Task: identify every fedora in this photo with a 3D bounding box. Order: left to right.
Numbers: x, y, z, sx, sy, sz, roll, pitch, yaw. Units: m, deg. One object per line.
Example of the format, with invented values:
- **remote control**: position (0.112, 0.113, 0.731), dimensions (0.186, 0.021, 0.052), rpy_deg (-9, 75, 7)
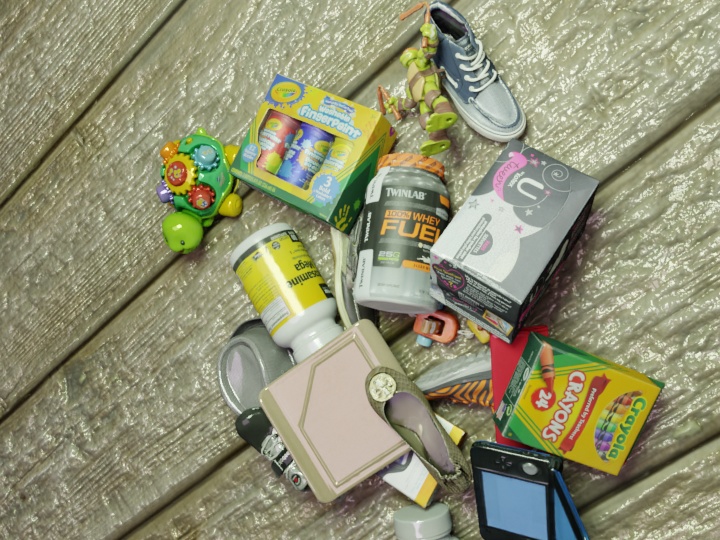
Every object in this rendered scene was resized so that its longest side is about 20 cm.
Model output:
- **fedora**: position (-0.157, 0.175, 1.138), dimensions (0.174, 0.090, 0.204), rpy_deg (-20, 84, 24)

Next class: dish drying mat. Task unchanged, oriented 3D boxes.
- **dish drying mat**: position (0.209, 0.171, 0.938), dimensions (0.075, 0.018, 0.204), rpy_deg (-5, 106, 4)

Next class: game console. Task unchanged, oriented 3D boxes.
- **game console**: position (0.212, 0.335, 0.912), dimensions (0.168, 0.119, 0.203), rpy_deg (6, 127, 25)

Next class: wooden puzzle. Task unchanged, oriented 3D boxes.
- **wooden puzzle**: position (-0.020, 0.197, 1.026), dimensions (0.198, 0.037, 0.187), rpy_deg (-34, 85, 7)

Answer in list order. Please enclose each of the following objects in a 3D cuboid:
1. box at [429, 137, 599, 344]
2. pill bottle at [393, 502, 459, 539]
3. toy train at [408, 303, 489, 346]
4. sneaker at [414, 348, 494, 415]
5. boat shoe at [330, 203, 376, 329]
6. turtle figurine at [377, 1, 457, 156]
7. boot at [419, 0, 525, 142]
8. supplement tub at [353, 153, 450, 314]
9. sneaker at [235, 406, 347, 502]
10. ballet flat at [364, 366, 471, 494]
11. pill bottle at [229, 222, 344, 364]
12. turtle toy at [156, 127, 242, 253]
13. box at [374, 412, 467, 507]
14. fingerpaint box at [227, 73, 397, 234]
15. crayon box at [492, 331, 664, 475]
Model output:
- **box**: position (0.187, -0.040, 0.906), dimensions (0.131, 0.115, 0.201), rpy_deg (30, 66, 20)
- **pill bottle**: position (0.099, 0.438, 1.018), dimensions (0.109, 0.111, 0.205), rpy_deg (-10, 88, 24)
- **toy train**: position (0.146, 0.028, 1.011), dimensions (0.148, 0.055, 0.204), rpy_deg (25, 102, 22)
- **sneaker**: position (0.165, 0.175, 0.998), dimensions (0.198, 0.077, 0.114), rpy_deg (-23, 96, 37)
- **boat shoe**: position (0.000, 0.000, 1.068), dimensions (0.064, 0.073, 0.204), rpy_deg (-12, 87, 29)
- **turtle figurine**: position (0.082, -0.238, 0.980), dimensions (0.201, 0.063, 0.164), rpy_deg (121, 140, -54)
- **boot**: position (0.147, -0.263, 0.970), dimensions (0.072, 0.091, 0.201), rpy_deg (-39, 75, -7)
- **supplement tub**: position (0.059, -0.049, 1.000), dimensions (0.120, 0.122, 0.205), rpy_deg (2, 80, 24)
- **sneaker**: position (-0.095, 0.271, 1.066), dimensions (0.198, 0.089, 0.075), rpy_deg (29, 112, -11)
- **ballet flat**: position (0.077, 0.212, 0.967), dimensions (0.067, 0.046, 0.201), rpy_deg (-38, 82, 4)
- **pill bottle**: position (-0.104, 0.040, 1.097), dimensions (0.112, 0.112, 0.202), rpy_deg (-37, 78, 21)
- **turtle toy**: position (-0.270, -0.128, 1.173), dimensions (0.143, 0.101, 0.205), rpy_deg (9, 96, 24)
- **box**: position (0.042, 0.235, 1.061), dimensions (0.198, 0.041, 0.120), rpy_deg (29, 87, 23)
- **fingerpaint box**: position (-0.072, -0.173, 1.065), dimensions (0.198, 0.073, 0.169), rpy_deg (27, 88, 27)
- **crayon box**: position (0.280, 0.170, 0.906), dimensions (0.196, 0.051, 0.129), rpy_deg (19, 102, -10)
